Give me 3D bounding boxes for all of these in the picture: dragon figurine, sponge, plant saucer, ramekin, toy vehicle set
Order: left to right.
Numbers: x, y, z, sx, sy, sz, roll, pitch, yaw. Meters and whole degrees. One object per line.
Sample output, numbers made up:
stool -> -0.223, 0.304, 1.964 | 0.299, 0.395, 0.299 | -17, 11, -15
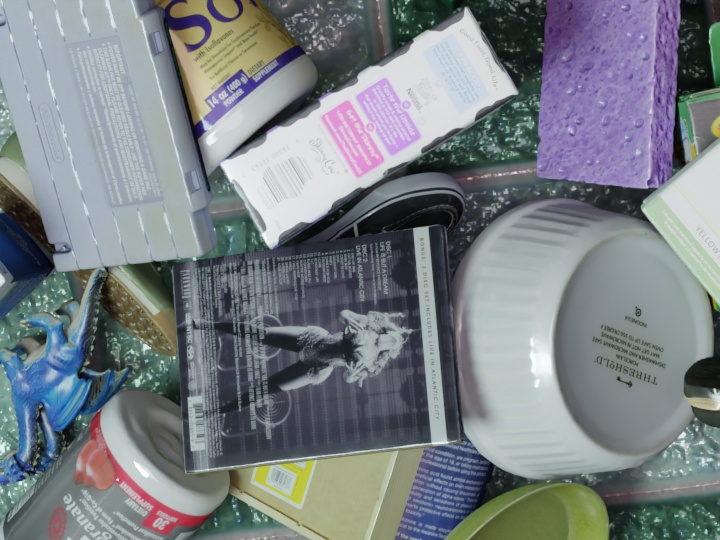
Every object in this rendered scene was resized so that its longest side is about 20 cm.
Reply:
dragon figurine -> -0.212, 0.078, 1.398 | 0.200, 0.059, 0.100 | -42, 81, 28
toy vehicle set -> -0.040, 0.118, 1.368 | 0.199, 0.026, 0.125 | 23, 96, 42
plant saucer -> 0.097, 0.230, 1.371 | 0.031, 0.200, 0.201 | 37, 95, 38
ramekin -> 0.161, 0.049, 1.334 | 0.201, 0.094, 0.204 | 0, 90, -36
sponge -> 0.179, -0.162, 1.369 | 0.030, 0.111, 0.202 | -1, 95, -40

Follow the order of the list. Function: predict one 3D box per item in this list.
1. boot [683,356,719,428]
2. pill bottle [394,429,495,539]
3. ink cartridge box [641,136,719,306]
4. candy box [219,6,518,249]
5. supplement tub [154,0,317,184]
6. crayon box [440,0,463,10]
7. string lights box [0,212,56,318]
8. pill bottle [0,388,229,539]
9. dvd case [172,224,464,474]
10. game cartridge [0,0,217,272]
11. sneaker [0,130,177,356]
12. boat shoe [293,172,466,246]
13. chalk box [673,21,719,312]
boot -> 0.284, 0.131, 1.339 | 0.077, 0.199, 0.140 | 10, 98, 37
pill bottle -> 0.043, 0.133, 1.385 | 0.110, 0.111, 0.201 | 18, 94, 1
ink cartridge box -> 0.308, -0.051, 1.273 | 0.200, 0.048, 0.146 | -40, 89, 7
candy box -> 0.008, -0.100, 1.345 | 0.199, 0.168, 0.072 | -32, 92, 4
supplement tub -> -0.142, -0.167, 1.359 | 0.145, 0.145, 0.200 | -41, 91, 4
crayon box -> 0.112, -0.279, 1.327 | 0.058, 0.173, 0.200 | 42, 94, 0
string lights box -> -0.283, 0.015, 1.348 | 0.103, 0.200, 0.059 | -43, 91, 3
pill bottle -> -0.196, 0.190, 1.390 | 0.111, 0.111, 0.200 | 43, 109, 0
dvd case -> -0.031, 0.055, 1.308 | 0.198, 0.016, 0.150 | -8, 78, 16
game cartridge -> -0.175, -0.102, 1.297 | 0.129, 0.038, 0.201 | -7, 107, 22
sneaker -> -0.182, -0.035, 1.406 | 0.200, 0.067, 0.090 | 46, 65, -16
boat shoe -> -0.001, -0.002, 1.372 | 0.198, 0.068, 0.074 | -25, 133, -18
chalk box -> 0.293, -0.080, 1.357 | 0.124, 0.124, 0.202 | -9, 92, 4
